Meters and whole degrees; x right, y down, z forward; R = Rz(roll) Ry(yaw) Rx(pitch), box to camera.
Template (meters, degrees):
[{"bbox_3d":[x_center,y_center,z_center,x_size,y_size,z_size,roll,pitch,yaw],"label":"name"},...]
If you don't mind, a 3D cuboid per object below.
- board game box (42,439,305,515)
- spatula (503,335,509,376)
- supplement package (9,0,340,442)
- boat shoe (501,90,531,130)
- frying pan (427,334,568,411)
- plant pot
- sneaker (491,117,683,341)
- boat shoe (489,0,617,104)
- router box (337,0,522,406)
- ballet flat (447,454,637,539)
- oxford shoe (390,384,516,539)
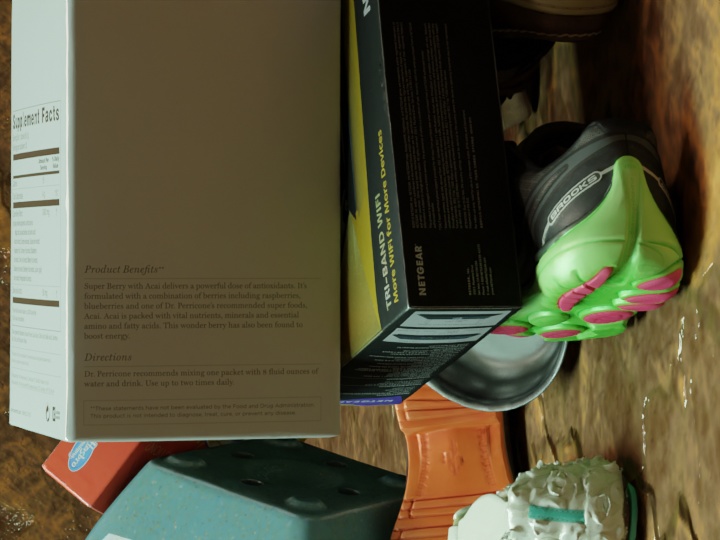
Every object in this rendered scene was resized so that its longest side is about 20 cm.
[{"bbox_3d":[-0.068,0.058,1.501,0.040,0.200,0.153,37,179,29],"label":"board game box"},{"bbox_3d":[0.066,-0.017,1.397,0.200,0.021,0.057,-102,11,-51],"label":"spatula"},{"bbox_3d":[-0.081,-0.030,1.173,0.120,0.121,0.200,-178,89,-72],"label":"supplement package"},{"bbox_3d":[0.044,-0.156,1.364,0.076,0.072,0.200,61,-160,-80],"label":"boat shoe"},{"bbox_3d":[0.030,-0.016,1.301,0.190,0.031,0.115,48,132,16],"label":"frying pan"},{"bbox_3d":[-0.047,0.200,1.454,0.196,0.196,0.200,17,104,35],"label":"plant pot"},{"bbox_3d":[0.086,-0.017,1.151,0.200,0.077,0.084,153,121,-69],"label":"sneaker"},{"bbox_3d":[0.056,-0.103,1.225,0.200,0.072,0.072,-166,75,-65],"label":"boat shoe"},{"bbox_3d":[0.010,-0.056,1.175,0.157,0.052,0.200,134,134,-65],"label":"router box"},{"bbox_3d":[0.073,0.118,1.244,0.200,0.072,0.072,118,150,-73],"label":"ballet flat"},{"bbox_3d":[0.055,0.118,1.406,0.073,0.071,0.200,8,-98,-77],"label":"oxford shoe"}]
